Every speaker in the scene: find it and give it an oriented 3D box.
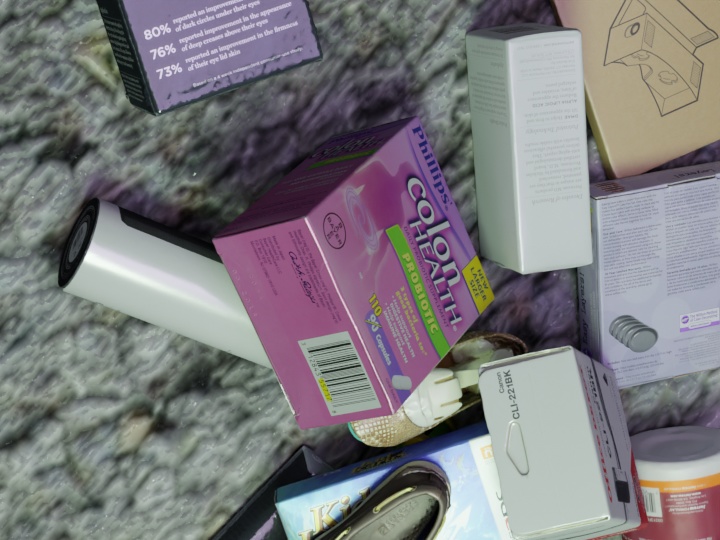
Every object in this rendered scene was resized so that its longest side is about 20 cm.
[{"bbox_3d":[-0.140,0.013,1.573,0.200,0.081,0.081,22,92,-20],"label":"speaker"}]

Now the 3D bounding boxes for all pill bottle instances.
[{"bbox_3d":[0.295,0.251,1.744,0.114,0.114,0.200,-11,103,-16],"label":"pill bottle"}]

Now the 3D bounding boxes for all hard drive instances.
[{"bbox_3d":[-0.022,0.264,1.678,0.135,0.042,0.200,-45,110,-6],"label":"hard drive"}]

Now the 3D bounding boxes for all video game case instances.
[{"bbox_3d":[0.050,0.241,1.619,0.200,0.045,0.181,-19,99,2],"label":"video game case"}]

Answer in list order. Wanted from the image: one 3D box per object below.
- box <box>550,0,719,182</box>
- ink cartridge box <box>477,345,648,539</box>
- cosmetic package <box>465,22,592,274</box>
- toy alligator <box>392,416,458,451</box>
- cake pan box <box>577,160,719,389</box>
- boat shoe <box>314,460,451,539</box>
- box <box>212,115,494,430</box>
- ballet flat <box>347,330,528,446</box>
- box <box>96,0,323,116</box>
[{"bbox_3d":[0.262,-0.197,1.701,0.163,0.021,0.200,-24,107,-12],"label":"box"},{"bbox_3d":[0.171,0.149,1.599,0.084,0.200,0.144,-15,77,15],"label":"ink cartridge box"},{"bbox_3d":[0.144,-0.105,1.637,0.074,0.102,0.200,-9,103,-16],"label":"cosmetic package"},{"bbox_3d":[0.058,0.158,1.665,0.054,0.059,0.200,-40,89,34],"label":"toy alligator"},{"bbox_3d":[0.292,-0.001,1.722,0.200,0.052,0.184,-12,112,-16],"label":"cake pan box"},{"bbox_3d":[-0.002,0.240,1.565,0.072,0.060,0.200,43,98,-6],"label":"boat shoe"},{"bbox_3d":[0.000,0.000,1.554,0.200,0.097,0.176,-45,116,-51],"label":"box"},{"bbox_3d":[0.072,0.092,1.622,0.200,0.065,0.071,-28,101,-45],"label":"ballet flat"},{"bbox_3d":[-0.135,-0.240,1.517,0.148,0.104,0.200,-20,105,-14],"label":"box"}]
